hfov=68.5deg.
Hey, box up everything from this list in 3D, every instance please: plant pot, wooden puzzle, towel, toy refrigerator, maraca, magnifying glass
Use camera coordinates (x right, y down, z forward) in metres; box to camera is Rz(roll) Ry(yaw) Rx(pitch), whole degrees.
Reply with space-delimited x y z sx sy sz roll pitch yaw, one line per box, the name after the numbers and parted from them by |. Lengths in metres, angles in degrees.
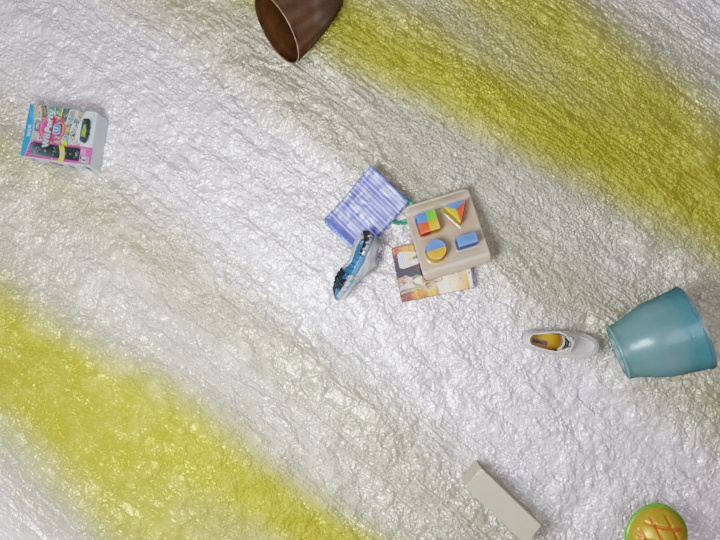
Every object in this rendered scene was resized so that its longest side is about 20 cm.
0.717 0.171 1.289 0.185 0.200 0.204 -23 85 16 | plant pot
0.226 -0.097 1.371 0.181 0.046 0.204 -16 79 1 | wooden puzzle
-0.149 -0.690 1.404 0.199 0.187 0.188 -40 85 -15 | plant pot
0.013 -0.158 1.411 0.145 0.024 0.201 43 97 4 | towel
0.349 0.583 1.334 0.199 0.076 0.070 42 89 4 | toy refrigerator
0.711 0.669 1.296 0.136 0.107 0.202 37 92 15 | maraca
0.151 -0.142 1.420 0.197 0.022 0.081 23 88 6 | magnifying glass

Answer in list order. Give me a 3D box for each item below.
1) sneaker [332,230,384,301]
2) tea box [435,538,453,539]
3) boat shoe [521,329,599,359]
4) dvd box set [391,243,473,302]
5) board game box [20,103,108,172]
0.000 0.000 1.395 0.086 0.075 0.202 23 105 -35 | sneaker
0.243 0.790 1.265 0.130 0.197 0.205 3 86 3 | tea box
0.518 0.187 1.355 0.195 0.070 0.073 10 86 4 | boat shoe
0.190 -0.005 1.403 0.195 0.029 0.150 -11 86 2 | dvd box set
-0.813 -0.365 1.457 0.195 0.064 0.151 8 86 4 | board game box
